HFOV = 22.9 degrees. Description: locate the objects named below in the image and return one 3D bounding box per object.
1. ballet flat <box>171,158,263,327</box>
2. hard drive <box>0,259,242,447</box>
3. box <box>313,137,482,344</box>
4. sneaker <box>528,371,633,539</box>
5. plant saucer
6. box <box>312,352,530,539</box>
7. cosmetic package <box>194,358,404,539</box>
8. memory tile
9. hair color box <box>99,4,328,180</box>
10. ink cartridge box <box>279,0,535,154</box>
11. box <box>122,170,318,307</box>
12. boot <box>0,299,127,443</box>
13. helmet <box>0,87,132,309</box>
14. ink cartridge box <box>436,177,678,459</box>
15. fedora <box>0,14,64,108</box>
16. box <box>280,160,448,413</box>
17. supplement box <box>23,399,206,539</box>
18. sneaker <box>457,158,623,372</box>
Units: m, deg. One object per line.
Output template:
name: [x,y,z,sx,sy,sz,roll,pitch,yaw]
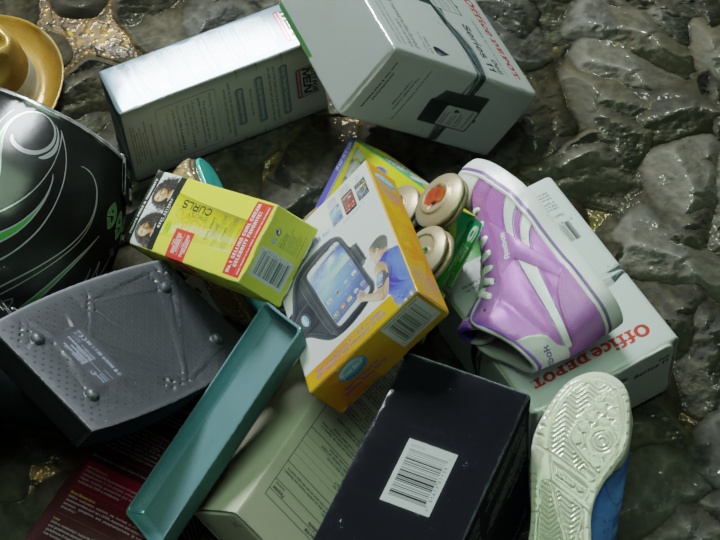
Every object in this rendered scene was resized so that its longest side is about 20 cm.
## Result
ballet flat: [-0.132,-0.010,1.581,0.065,0.070,0.201,-34,53,13]
hard drive: [-0.188,0.066,1.407,0.135,0.042,0.200,42,35,18]
box: [0.023,-0.025,1.498,0.200,0.048,0.118,38,104,55]
sneaker: [0.171,0.186,1.381,0.076,0.111,0.201,5,69,14]
plant saucer: [-0.109,0.121,1.371,0.200,0.019,0.070,-56,32,-1]
box: [0.047,0.202,1.339,0.104,0.183,0.201,18,58,18]
cosmetic package: [-0.033,0.148,1.422,0.071,0.105,0.200,-7,39,53]
memory tile: [0.000,0.000,1.432,0.199,0.017,0.154,-12,52,46]
hair color box: [-0.134,-0.169,1.657,0.199,0.099,0.061,-22,56,-11]
ink cartridge box: [0.045,-0.198,1.602,0.083,0.199,0.147,-47,54,27]
box: [-0.120,-0.028,1.474,0.200,0.050,0.076,20,80,53]
boot: [-0.294,0.126,1.446,0.200,0.169,0.076,33,21,8]
helmet: [-0.307,-0.040,1.529,0.199,0.200,0.191,20,75,17]
ink cartridge box: [0.153,0.040,1.504,0.146,0.083,0.200,-25,57,-13]
fedora: [-0.387,-0.199,1.704,0.199,0.082,0.202,-2,56,2]
box: [-0.008,0.003,1.389,0.119,0.041,0.200,-44,37,18]
supplement box: [-0.182,0.191,1.436,0.108,0.061,0.200,23,61,19]
sneaker: [0.110,-0.003,1.444,0.114,0.073,0.201,-32,54,-8]
